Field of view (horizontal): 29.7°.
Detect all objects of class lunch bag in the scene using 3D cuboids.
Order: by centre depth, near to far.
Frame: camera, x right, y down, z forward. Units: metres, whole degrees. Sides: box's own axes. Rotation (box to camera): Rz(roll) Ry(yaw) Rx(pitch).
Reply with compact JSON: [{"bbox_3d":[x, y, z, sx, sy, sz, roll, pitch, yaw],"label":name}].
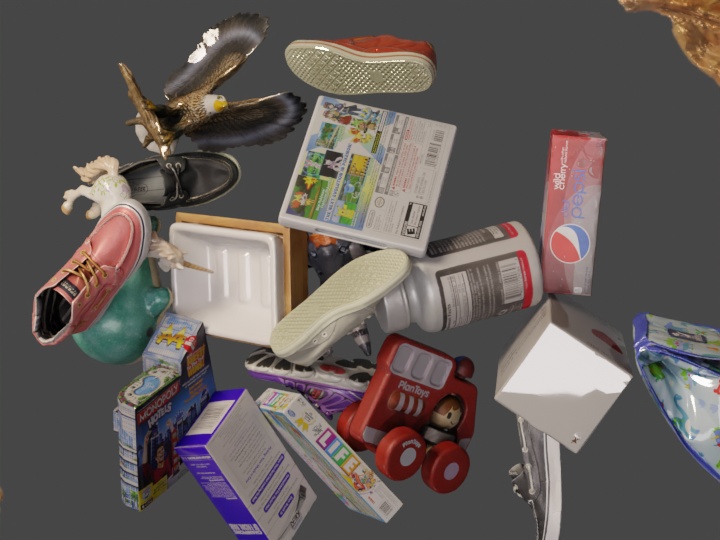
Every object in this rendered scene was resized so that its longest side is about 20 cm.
[{"bbox_3d":[0.413,0.139,1.666,0.200,0.170,0.127,41,104,0],"label":"lunch bag"}]

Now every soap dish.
[{"bbox_3d":[-0.151,0.009,1.724,0.200,0.081,0.158,8,104,38],"label":"soap dish"}]

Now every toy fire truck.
[{"bbox_3d":[0.078,0.179,1.728,0.200,0.112,0.168,22,95,-40],"label":"toy fire truck"}]

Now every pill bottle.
[{"bbox_3d":[0.116,0.014,1.681,0.199,0.111,0.111,-14,100,-10],"label":"pill bottle"}]

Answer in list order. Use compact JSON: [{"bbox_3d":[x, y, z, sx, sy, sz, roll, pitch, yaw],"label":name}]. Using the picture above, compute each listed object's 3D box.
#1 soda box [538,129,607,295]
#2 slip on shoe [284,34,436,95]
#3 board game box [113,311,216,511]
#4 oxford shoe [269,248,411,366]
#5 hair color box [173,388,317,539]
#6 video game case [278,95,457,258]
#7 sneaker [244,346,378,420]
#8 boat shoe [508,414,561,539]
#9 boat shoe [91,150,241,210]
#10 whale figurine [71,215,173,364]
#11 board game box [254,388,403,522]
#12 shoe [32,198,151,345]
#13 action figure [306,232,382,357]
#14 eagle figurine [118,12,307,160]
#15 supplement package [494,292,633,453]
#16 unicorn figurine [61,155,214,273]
[{"bbox_3d":[0.263,-0.073,1.696,0.070,0.063,0.201,5,102,6],"label":"soda box"},{"bbox_3d":[0.002,-0.262,1.697,0.199,0.061,0.074,5,135,18],"label":"slip on shoe"},{"bbox_3d":[-0.249,0.167,1.722,0.062,0.200,0.200,12,116,24],"label":"board game box"},{"bbox_3d":[-0.018,0.045,1.625,0.200,0.075,0.058,-38,127,11],"label":"oxford shoe"},{"bbox_3d":[-0.146,0.263,1.763,0.065,0.109,0.200,-10,122,38],"label":"hair color box"},{"bbox_3d":[0.012,-0.118,1.672,0.182,0.200,0.022,13,147,5],"label":"video game case"},{"bbox_3d":[-0.058,0.154,1.782,0.199,0.081,0.084,15,116,7],"label":"sneaker"},{"bbox_3d":[0.227,0.270,1.769,0.068,0.072,0.201,-2,99,6],"label":"boat shoe"},{"bbox_3d":[-0.256,-0.113,1.754,0.199,0.066,0.075,-2,101,8],"label":"boat shoe"},{"bbox_3d":[-0.316,0.022,1.764,0.159,0.104,0.201,13,95,34],"label":"whale figurine"},{"bbox_3d":[-0.044,0.237,1.752,0.034,0.134,0.200,-46,104,-16],"label":"board game box"},{"bbox_3d":[-0.325,0.006,1.633,0.071,0.091,0.200,38,116,6],"label":"shoe"},{"bbox_3d":[0.000,0.000,1.729,0.200,0.105,0.194,-17,108,11],"label":"action figure"},{"bbox_3d":[-0.186,-0.214,1.705,0.151,0.200,0.152,40,146,32],"label":"eagle figurine"},{"bbox_3d":[0.248,0.116,1.668,0.121,0.200,0.120,34,104,-1],"label":"supplement package"},{"bbox_3d":[-0.296,-0.050,1.692,0.137,0.074,0.200,-23,98,34],"label":"unicorn figurine"}]
